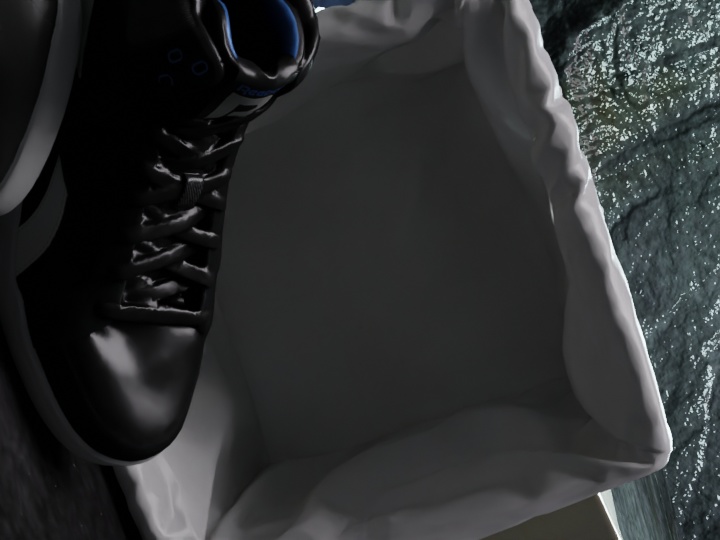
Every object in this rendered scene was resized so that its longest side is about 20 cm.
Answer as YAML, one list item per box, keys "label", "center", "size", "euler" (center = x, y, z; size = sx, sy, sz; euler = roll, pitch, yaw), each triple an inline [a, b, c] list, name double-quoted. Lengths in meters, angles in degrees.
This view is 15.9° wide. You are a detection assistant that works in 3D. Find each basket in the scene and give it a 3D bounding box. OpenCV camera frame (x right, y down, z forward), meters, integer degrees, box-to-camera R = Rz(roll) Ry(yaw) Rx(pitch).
- label: "basket"
  center: [0.000, 0.000, 0.988]
  size: [0.161, 0.199, 0.199]
  euler: [-53, 124, -80]

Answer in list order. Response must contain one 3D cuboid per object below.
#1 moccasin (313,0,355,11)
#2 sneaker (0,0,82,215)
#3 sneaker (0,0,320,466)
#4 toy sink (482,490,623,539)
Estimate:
- label: "moccasin"
  center: [-0.037, -0.130, 1.391]
  size: [0.200, 0.080, 0.069]
  euler: [-15, 91, -65]
- label: "sneaker"
  center: [-0.145, -0.119, 0.824]
  size: [0.099, 0.070, 0.201]
  euler: [1, 91, -49]
- label: "sneaker"
  center: [-0.064, -0.034, 0.845]
  size: [0.073, 0.112, 0.201]
  euler: [-2, 90, -37]
- label: "toy sink"
  center: [0.051, 0.090, 1.293]
  size: [0.112, 0.130, 0.200]
  euler: [-97, 164, -47]
